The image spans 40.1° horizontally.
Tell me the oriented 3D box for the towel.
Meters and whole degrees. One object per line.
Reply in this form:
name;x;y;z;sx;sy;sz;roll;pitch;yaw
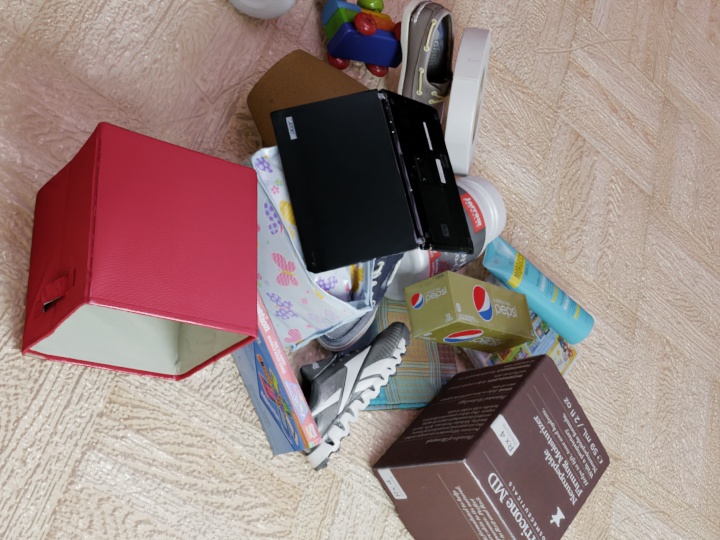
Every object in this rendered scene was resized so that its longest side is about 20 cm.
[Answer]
towel;0.045;0.101;1.236;0.198;0.022;0.149;5;70;-38

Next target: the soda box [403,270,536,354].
soda box;0.139;0.055;1.221;0.199;0.067;0.065;14;59;-52

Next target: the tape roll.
tape roll;0.146;-0.229;1.349;0.037;0.204;0.205;9;58;9

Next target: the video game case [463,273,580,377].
video game case;0.217;0.096;1.369;0.183;0.023;0.200;56;42;-7

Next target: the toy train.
toy train;0.032;-0.339;1.372;0.198;0.085;0.117;1;59;-39

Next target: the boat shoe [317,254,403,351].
boat shoe;0.000;0.000;1.129;0.074;0.093;0.202;26;91;8

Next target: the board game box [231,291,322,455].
board game box;-0.106;0.098;1.057;0.019;0.103;0.202;-22;87;-29

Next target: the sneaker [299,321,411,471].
sneaker;-0.020;0.123;1.124;0.090;0.066;0.201;40;69;-4

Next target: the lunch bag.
lunch bag;-0.076;-0.023;1.087;0.126;0.169;0.202;-23;85;-38

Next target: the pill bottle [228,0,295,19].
pill bottle;-0.101;-0.424;1.267;0.112;0.112;0.201;40;52;-20

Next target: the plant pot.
plant pot;-0.037;-0.162;1.186;0.200;0.186;0.186;48;49;1

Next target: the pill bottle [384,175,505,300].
pill bottle;0.096;-0.049;1.274;0.199;0.115;0.117;-30;92;-42

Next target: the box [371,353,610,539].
box;0.157;0.231;1.166;0.200;0.163;0.167;-42;105;-39

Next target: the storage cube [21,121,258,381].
storage cube;-0.213;-0.009;0.968;0.198;0.170;0.182;13;63;-34

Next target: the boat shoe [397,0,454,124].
boat shoe;0.094;-0.262;1.330;0.071;0.059;0.202;-25;129;-34

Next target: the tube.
tube;0.244;0.026;1.386;0.199;0.050;0.078;39;34;-17

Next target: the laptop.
laptop;0.019;-0.092;1.060;0.199;0.102;0.179;2;71;-59
